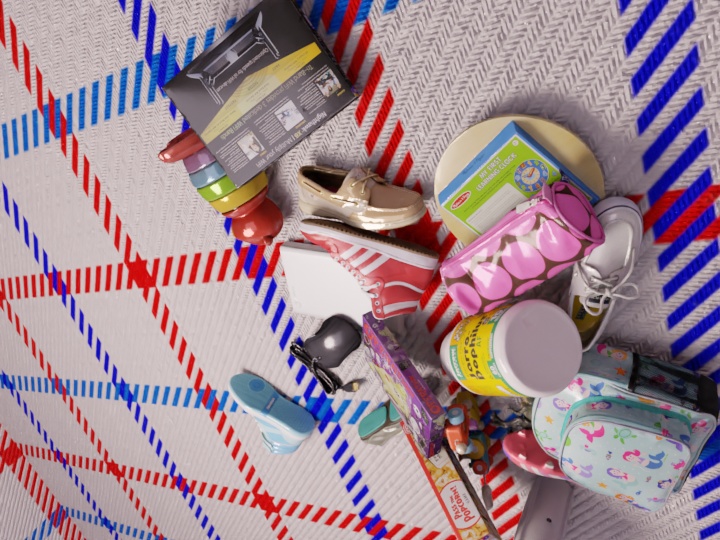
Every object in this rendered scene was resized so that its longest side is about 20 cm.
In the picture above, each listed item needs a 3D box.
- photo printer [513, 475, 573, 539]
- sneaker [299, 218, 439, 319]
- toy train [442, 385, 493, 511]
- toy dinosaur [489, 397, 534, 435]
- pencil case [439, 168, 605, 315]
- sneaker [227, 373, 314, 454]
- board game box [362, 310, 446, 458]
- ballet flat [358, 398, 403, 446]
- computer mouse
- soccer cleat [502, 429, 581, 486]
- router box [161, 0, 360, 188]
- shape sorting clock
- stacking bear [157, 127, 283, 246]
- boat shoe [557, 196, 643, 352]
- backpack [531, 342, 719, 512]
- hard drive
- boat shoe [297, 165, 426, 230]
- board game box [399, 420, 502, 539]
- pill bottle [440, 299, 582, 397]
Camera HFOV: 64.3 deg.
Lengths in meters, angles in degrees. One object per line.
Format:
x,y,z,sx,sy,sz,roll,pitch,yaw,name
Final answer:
0.269,0.447,0.894,0.069,0.200,0.167,18,129,21,photo printer
0.000,0.000,0.804,0.199,0.071,0.113,17,105,1,sneaker
0.156,0.264,0.875,0.055,0.150,0.201,-10,120,21,toy train
0.253,0.233,0.867,0.088,0.048,0.201,-17,113,32,toy dinosaur
0.177,-0.023,0.668,0.093,0.091,0.200,17,141,-28,pencil case
-0.198,0.306,1.178,0.199,0.080,0.131,34,131,10,sneaker
0.060,0.166,0.853,0.200,0.032,0.120,55,155,39,board game box
0.067,0.251,0.994,0.063,0.068,0.200,23,137,-20,ballet flat
-0.047,0.162,0.989,0.140,0.046,0.200,46,141,-7,computer mouse
0.303,0.283,0.830,0.199,0.067,0.077,9,134,4,soccer cleat
-0.125,-0.228,0.732,0.199,0.052,0.158,-33,101,14,router box
0.186,-0.092,0.689,0.199,0.039,0.201,12,134,13,shape sorting clock
-0.190,-0.126,0.862,0.113,0.122,0.201,-29,114,5,stacking bear
0.276,0.018,0.666,0.074,0.086,0.203,11,128,4,boat shoe
0.322,0.192,0.731,0.199,0.151,0.178,22,131,25,backpack
-0.030,0.026,0.917,0.199,0.026,0.133,9,124,27,hard drive
-0.007,-0.106,0.780,0.199,0.074,0.069,10,131,28,boat shoe
0.143,0.330,0.881,0.200,0.046,0.152,60,-177,39,board game box
0.180,0.105,0.741,0.113,0.113,0.200,46,162,-3,pill bottle
